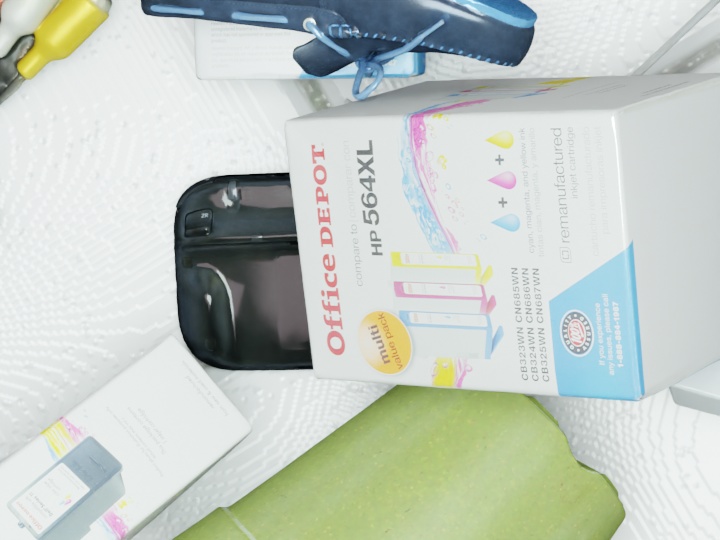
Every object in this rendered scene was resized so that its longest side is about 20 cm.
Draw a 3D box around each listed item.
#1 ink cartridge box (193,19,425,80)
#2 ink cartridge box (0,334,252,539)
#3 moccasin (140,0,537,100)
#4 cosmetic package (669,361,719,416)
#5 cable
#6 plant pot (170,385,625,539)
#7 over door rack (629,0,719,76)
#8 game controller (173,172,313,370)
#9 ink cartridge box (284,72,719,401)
[{"bbox_3d":[-0.025,-0.199,1.077,0.115,0.067,0.201,0,96,7],"label":"ink cartridge box"},{"bbox_3d":[-0.159,0.127,1.033,0.200,0.117,0.067,-38,87,-34],"label":"ink cartridge box"},{"bbox_3d":[-0.013,-0.126,1.020,0.199,0.080,0.068,19,103,18],"label":"moccasin"},{"bbox_3d":[0.266,0.016,1.027,0.199,0.052,0.151,15,79,16],"label":"cosmetic package"},{"bbox_3d":[-0.207,-0.098,1.116,0.097,0.050,0.200,30,94,3],"label":"cable"},{"bbox_3d":[0.024,0.143,1.037,0.190,0.200,0.200,-44,86,-5],"label":"plant pot"},{"bbox_3d":[0.214,-0.096,1.015,0.148,0.067,0.200,37,76,24],"label":"over door rack"},{"bbox_3d":[0.000,0.000,1.105,0.199,0.042,0.105,-1,105,8],"label":"game controller"},{"bbox_3d":[0.064,-0.019,0.979,0.199,0.125,0.129,1,102,35],"label":"ink cartridge box"}]
